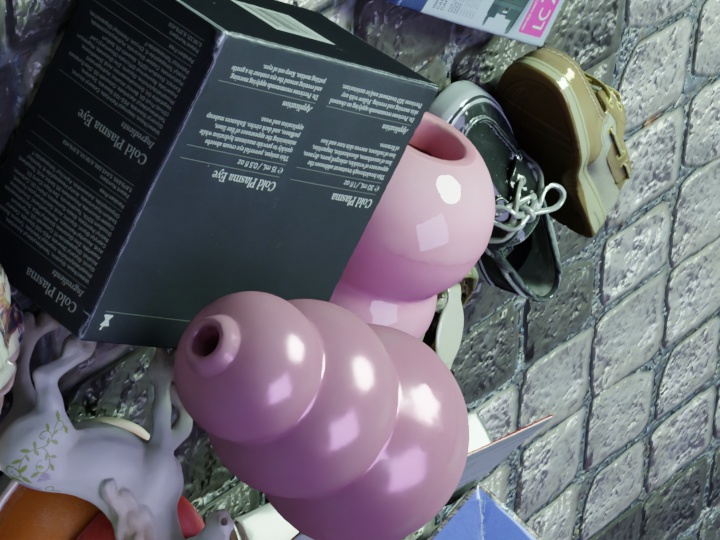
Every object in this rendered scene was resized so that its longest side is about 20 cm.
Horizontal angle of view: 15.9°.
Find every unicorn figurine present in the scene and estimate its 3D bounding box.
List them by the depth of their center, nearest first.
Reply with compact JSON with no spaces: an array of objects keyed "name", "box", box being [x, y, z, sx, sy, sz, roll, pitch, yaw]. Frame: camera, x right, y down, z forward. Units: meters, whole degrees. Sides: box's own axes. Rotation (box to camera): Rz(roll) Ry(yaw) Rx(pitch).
[{"name":"unicorn figurine","box":[-0.135,0.103,1.442,0.074,0.200,0.138,131,-27,-74]}]

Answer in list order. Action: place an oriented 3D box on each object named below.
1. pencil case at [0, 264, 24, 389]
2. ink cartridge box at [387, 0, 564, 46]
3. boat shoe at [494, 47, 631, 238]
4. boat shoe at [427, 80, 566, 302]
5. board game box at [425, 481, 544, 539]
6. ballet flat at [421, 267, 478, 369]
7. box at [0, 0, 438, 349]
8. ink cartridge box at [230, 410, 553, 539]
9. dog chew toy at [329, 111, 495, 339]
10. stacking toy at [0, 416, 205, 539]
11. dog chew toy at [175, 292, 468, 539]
[{"name":"pencil case","box":[-0.217,-0.025,1.288,0.078,0.089,0.200,-33,142,-27]},{"name":"ink cartridge box","box":[0.072,-0.207,1.547,0.200,0.042,0.119,9,110,-53]},{"name":"boat shoe","box":[0.140,-0.097,1.705,0.066,0.074,0.200,-50,157,-15]},{"name":"boat shoe","box":[0.091,-0.045,1.683,0.074,0.068,0.199,-43,145,-20]},{"name":"board game box","box":[0.052,0.252,1.791,0.159,0.097,0.200,-47,174,-14]},{"name":"ballet flat","box":[0.028,0.068,1.703,0.071,0.071,0.200,-8,125,-49]},{"name":"box","box":[-0.085,-0.057,1.413,0.200,0.104,0.182,10,111,-54]},{"name":"ink cartridge box","box":[0.006,0.142,1.664,0.200,0.044,0.174,-22,165,-30]},{"name":"dog chew toy","box":[0.000,0.000,1.565,0.124,0.125,0.200,-8,132,-49]},{"name":"stacking toy","box":[-0.120,0.191,1.496,0.146,0.200,0.146,-32,140,-31]},{"name":"dog chew toy","box":[-0.027,0.073,1.394,0.125,0.124,0.200,-56,140,0]}]
